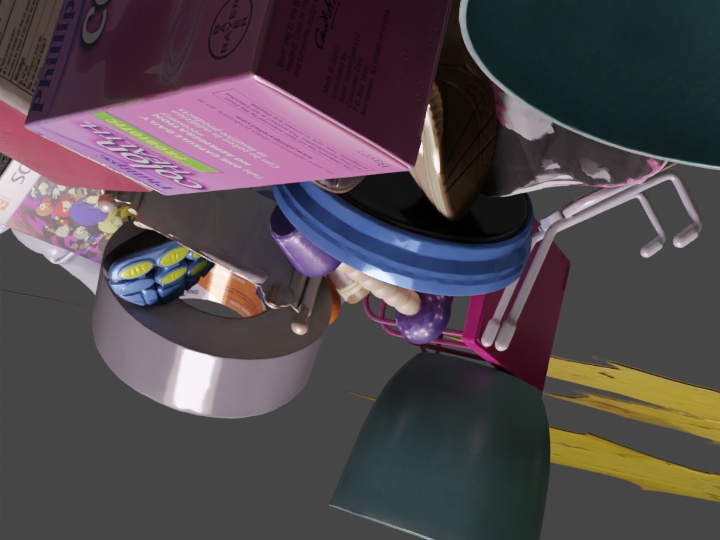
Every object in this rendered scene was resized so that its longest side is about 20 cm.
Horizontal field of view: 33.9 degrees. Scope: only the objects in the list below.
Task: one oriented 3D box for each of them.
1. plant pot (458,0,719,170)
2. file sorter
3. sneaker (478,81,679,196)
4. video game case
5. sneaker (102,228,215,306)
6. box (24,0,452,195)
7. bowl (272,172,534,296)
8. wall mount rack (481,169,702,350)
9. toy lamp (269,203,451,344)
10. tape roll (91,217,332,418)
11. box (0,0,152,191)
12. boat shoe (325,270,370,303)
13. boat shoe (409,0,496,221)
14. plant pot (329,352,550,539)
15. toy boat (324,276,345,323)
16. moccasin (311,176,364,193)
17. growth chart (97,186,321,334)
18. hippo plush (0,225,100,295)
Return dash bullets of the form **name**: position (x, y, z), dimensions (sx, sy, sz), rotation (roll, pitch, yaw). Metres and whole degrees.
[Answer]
- **plant pot**: position (0.147, -0.139, 0.451), dimensions (0.196, 0.137, 0.200), rotation (13, 166, 3)
- **file sorter**: position (0.102, 0.018, 1.120), dimensions (0.123, 0.141, 0.200), rotation (8, 165, 29)
- **sneaker**: position (0.140, -0.086, 0.806), dimensions (0.085, 0.082, 0.198), rotation (-3, -167, -44)
- **video game case**: position (-0.207, -0.084, 1.039), dimensions (0.198, 0.036, 0.181), rotation (25, 122, -35)
- **sneaker**: position (-0.145, -0.043, 0.955), dimensions (0.082, 0.200, 0.071), rotation (33, 134, 8)
- **box**: position (-0.053, -0.141, 0.567), dimensions (0.096, 0.179, 0.198), rotation (24, 164, -38)
- **bowl**: position (0.035, -0.057, 0.856), dimensions (0.197, 0.040, 0.202), rotation (15, -149, -9)
- **wall mount rack**: position (0.160, -0.011, 0.894), dimensions (0.171, 0.076, 0.200), rotation (-26, 177, 0)
- **toy lamp**: position (0.000, 0.000, 0.916), dimensions (0.057, 0.059, 0.200), rotation (4, 158, 36)
- **tape roll**: position (-0.126, 0.031, 1.003), dimensions (0.197, 0.202, 0.067), rotation (16, 123, -8)
- **box**: position (-0.221, -0.151, 0.803), dimensions (0.107, 0.130, 0.199), rotation (6, 163, 34)
- **boat shoe**: position (-0.023, -0.044, 1.055), dimensions (0.065, 0.073, 0.200), rotation (44, -173, -26)
- **boat shoe**: position (0.035, -0.115, 0.743), dimensions (0.064, 0.073, 0.201), rotation (19, 149, 33)
- **plant pot**: position (0.089, 0.172, 1.104), dimensions (0.197, 0.164, 0.201), rotation (18, 168, 4)
- **toy boat**: position (-0.063, 0.004, 1.175), dimensions (0.199, 0.131, 0.131), rotation (24, -158, -47)
- **moccasin**: position (-0.071, -0.130, 0.758), dimensions (0.200, 0.074, 0.078), rotation (39, 176, -11)
- **growth chart**: position (-0.106, -0.049, 0.919), dimensions (0.198, 0.146, 0.018), rotation (31, 132, -6)
- **hippo plush**: position (-0.268, -0.087, 1.167), dimensions (0.197, 0.161, 0.161), rotation (23, 141, -7)
